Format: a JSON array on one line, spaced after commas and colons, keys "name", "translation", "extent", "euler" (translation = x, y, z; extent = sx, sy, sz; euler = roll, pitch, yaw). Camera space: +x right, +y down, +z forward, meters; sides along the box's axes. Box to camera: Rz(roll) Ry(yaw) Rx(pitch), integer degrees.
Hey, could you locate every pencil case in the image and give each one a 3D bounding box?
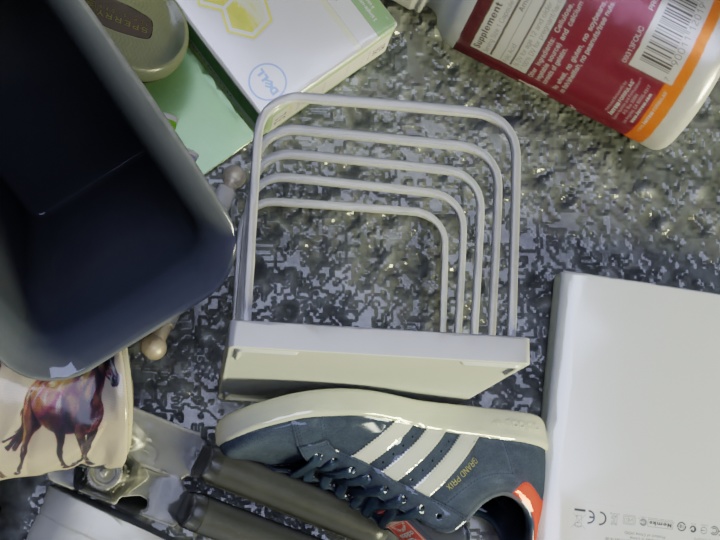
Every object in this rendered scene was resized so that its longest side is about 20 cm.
[{"name": "pencil case", "translation": [-0.208, 0.064, 0.701], "extent": [0.199, 0.078, 0.090], "euler": [-5, 112, -11]}]

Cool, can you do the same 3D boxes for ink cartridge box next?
[{"name": "ink cartridge box", "translation": [-0.100, -0.140, 0.834], "extent": [0.200, 0.048, 0.146], "euler": [-36, 86, -14]}]

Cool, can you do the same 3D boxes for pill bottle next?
[{"name": "pill bottle", "translation": [0.115, -0.164, 0.830], "extent": [0.199, 0.114, 0.115], "euler": [27, 78, -1]}]

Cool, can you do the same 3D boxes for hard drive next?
[{"name": "hard drive", "translation": [0.170, 0.109, 0.833], "extent": [0.131, 0.026, 0.201], "euler": [8, 79, -6]}]

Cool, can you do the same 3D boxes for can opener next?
[{"name": "can opener", "translation": [-0.084, 0.124, 0.791], "extent": [0.199, 0.067, 0.054], "euler": [24, 76, -16]}]

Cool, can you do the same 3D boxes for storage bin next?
[{"name": "storage bin", "translation": [-0.168, -0.067, 0.662], "extent": [0.145, 0.134, 0.200], "euler": [-32, 120, 2]}]

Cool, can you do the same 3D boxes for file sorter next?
[{"name": "file sorter", "translation": [0.000, 0.000, 0.744], "extent": [0.138, 0.200, 0.125], "euler": [4, 77, -6]}]

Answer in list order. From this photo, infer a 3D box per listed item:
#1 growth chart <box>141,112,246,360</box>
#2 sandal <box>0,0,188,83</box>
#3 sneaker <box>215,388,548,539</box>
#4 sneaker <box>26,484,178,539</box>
[{"name": "growth chart", "translation": [-0.165, -0.051, 0.789], "extent": [0.199, 0.018, 0.145], "euler": [24, 64, 9]}, {"name": "sandal", "translation": [-0.171, -0.155, 0.738], "extent": [0.200, 0.057, 0.080], "euler": [11, 78, -36]}, {"name": "sneaker", "translation": [0.017, 0.116, 0.765], "extent": [0.199, 0.075, 0.085], "euler": [7, 70, -23]}, {"name": "sneaker", "translation": [-0.103, 0.210, 0.762], "extent": [0.199, 0.074, 0.116], "euler": [24, 79, 8]}]
